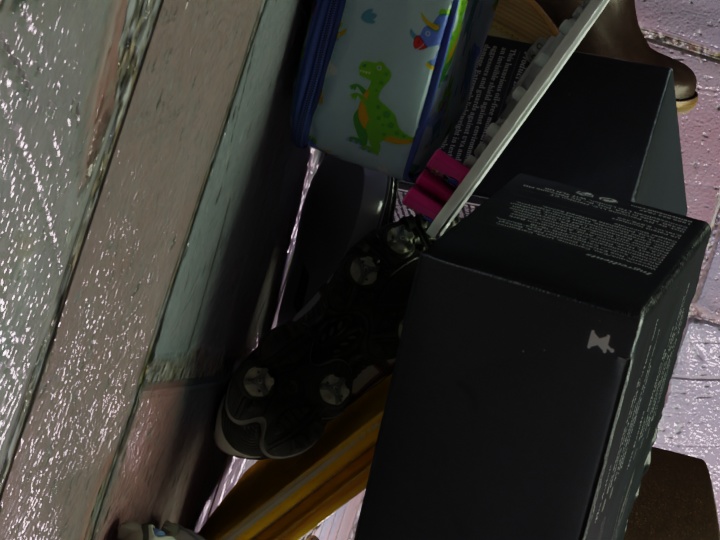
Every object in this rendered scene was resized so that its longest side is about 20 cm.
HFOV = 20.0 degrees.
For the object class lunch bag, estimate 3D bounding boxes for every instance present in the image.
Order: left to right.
[{"bbox_3d":[0.028,-0.146,1.053,0.200,0.082,0.161,-59,167,-66],"label":"lunch bag"}]

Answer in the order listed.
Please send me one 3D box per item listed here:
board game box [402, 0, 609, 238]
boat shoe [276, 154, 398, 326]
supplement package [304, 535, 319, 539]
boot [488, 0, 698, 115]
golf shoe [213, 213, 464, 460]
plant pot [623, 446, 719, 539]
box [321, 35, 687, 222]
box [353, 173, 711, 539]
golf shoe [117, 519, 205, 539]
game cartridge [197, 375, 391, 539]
[{"bbox_3d":[0.088,-0.105,1.065,0.200,0.026,0.200,-54,178,3],"label":"board game box"},{"bbox_3d":[0.000,0.000,1.235,0.070,0.066,0.200,-114,-151,-42],"label":"boat shoe"},{"bbox_3d":[-0.048,0.242,1.237,0.109,0.114,0.200,-37,174,1],"label":"supplement package"},{"bbox_3d":[0.161,-0.200,1.321,0.167,0.200,0.072,-66,-160,15],"label":"boot"},{"bbox_3d":[-0.008,0.036,1.165,0.200,0.077,0.088,-36,179,-27],"label":"golf shoe"},{"bbox_3d":[0.122,0.176,1.281,0.187,0.200,0.187,-5,90,-87],"label":"plant pot"},{"bbox_3d":[0.102,-0.053,1.330,0.200,0.198,0.123,67,40,-63],"label":"box"},{"bbox_3d":[0.090,0.072,1.064,0.200,0.117,0.197,-38,143,-67],"label":"box"},{"bbox_3d":[-0.073,0.171,0.998,0.200,0.097,0.078,79,27,-84],"label":"golf shoe"},{"bbox_3d":[-0.021,0.112,1.219,0.176,0.032,0.200,-39,-177,18],"label":"game cartridge"}]
